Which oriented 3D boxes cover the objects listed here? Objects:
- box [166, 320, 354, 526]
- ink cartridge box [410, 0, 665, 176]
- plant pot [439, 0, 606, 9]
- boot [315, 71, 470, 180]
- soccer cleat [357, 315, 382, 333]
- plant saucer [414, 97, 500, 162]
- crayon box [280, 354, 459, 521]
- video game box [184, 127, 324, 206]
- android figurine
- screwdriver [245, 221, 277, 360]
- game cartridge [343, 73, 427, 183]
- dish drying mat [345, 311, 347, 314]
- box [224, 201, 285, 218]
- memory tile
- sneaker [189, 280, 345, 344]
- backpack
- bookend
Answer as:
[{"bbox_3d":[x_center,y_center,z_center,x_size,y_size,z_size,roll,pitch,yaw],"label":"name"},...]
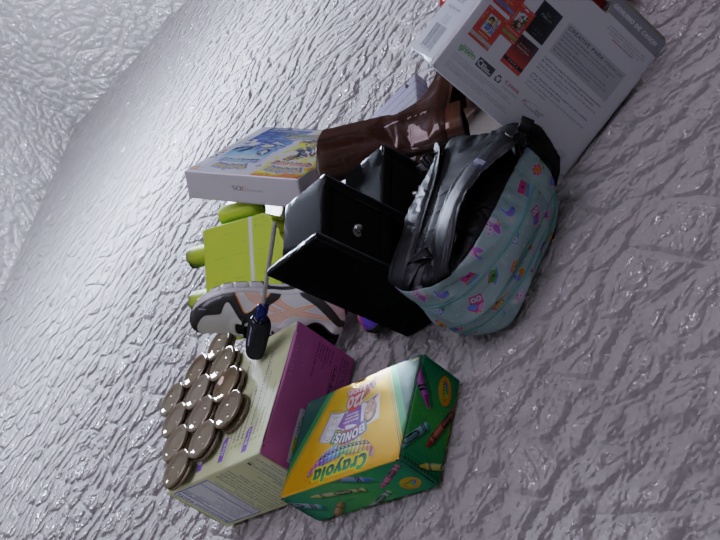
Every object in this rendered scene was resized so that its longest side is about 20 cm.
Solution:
[{"bbox_3d":[-0.118,0.186,1.280,0.199,0.096,0.178,-29,36,43],"label":"box"},{"bbox_3d":[0.186,-0.233,1.115,0.176,0.199,0.084,-50,25,10],"label":"ink cartridge box"},{"bbox_3d":[0.197,-0.343,1.242,0.200,0.198,0.185,10,75,63],"label":"plant pot"},{"bbox_3d":[0.032,-0.187,1.324,0.197,0.065,0.188,-16,35,14],"label":"boot"},{"bbox_3d":[0.000,0.000,1.318,0.068,0.073,0.201,-43,28,22],"label":"soccer cleat"},{"bbox_3d":[0.137,-0.156,1.310,0.200,0.032,0.202,-42,28,29],"label":"plant saucer"},{"bbox_3d":[0.008,0.176,1.110,0.199,0.058,0.120,-28,36,45],"label":"crayon box"},{"bbox_3d":[-0.108,-0.144,1.459,0.197,0.048,0.182,7,31,33],"label":"video game box"},{"bbox_3d":[-0.149,-0.004,1.417,0.197,0.041,0.186,-14,76,34],"label":"android figurine"},{"bbox_3d":[-0.107,0.027,1.199,0.029,0.027,0.202,-94,13,-44],"label":"screwdriver"},{"bbox_3d":[0.024,-0.176,1.537,0.200,0.038,0.131,-41,32,28],"label":"game cartridge"},{"bbox_3d":[-0.092,0.011,1.409,0.199,0.018,0.078,34,103,33],"label":"dish drying mat"},{"bbox_3d":[-0.122,-0.060,1.570,0.152,0.106,0.201,-44,28,23],"label":"box"},{"bbox_3d":[-0.192,0.164,1.307,0.154,0.017,0.201,-49,25,14],"label":"memory tile"},{"bbox_3d":[-0.112,0.058,1.311,0.196,0.074,0.081,-7,63,2],"label":"sneaker"},{"bbox_3d":[0.118,-0.040,1.093,0.166,0.126,0.202,-15,44,56],"label":"backpack"},{"bbox_3d":[0.008,-0.061,1.191,0.092,0.197,0.203,-33,43,42],"label":"bookend"}]
